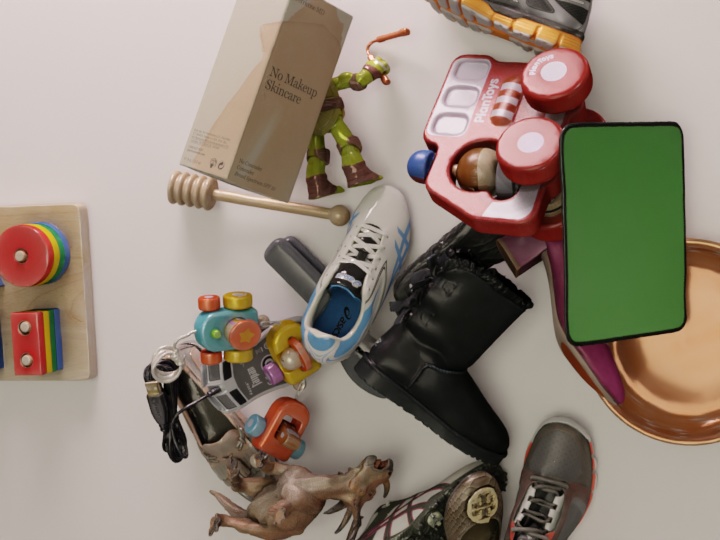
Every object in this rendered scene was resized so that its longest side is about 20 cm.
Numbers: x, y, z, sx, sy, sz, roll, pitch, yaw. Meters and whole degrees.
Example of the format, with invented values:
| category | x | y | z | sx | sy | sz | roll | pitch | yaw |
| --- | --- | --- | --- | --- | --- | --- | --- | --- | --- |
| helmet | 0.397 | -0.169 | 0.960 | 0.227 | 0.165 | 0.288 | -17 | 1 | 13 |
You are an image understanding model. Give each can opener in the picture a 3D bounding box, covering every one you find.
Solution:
| category | x | y | z | sx | sy | sz | roll | pitch | yaw |
| --- | --- | --- | --- | --- | --- | --- | --- | --- | --- |
| can opener | -0.028 | 0.048 | 1.420 | 0.066 | 0.053 | 0.200 | -44 | 81 | 17 |

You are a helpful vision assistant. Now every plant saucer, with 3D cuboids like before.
| category | x | y | z | sx | sy | sz | roll | pitch | yaw |
| --- | --- | --- | --- | --- | --- | --- | --- | --- | --- |
| plant saucer | 0.317 | 0.068 | 1.320 | 0.200 | 0.037 | 0.201 | 1 | 94 | 17 |

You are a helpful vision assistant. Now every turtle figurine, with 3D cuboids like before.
| category | x | y | z | sx | sy | sz | roll | pitch | yaw |
| --- | --- | --- | --- | --- | --- | --- | --- | --- | --- |
| turtle figurine | -0.029 | -0.162 | 1.395 | 0.200 | 0.064 | 0.162 | -16 | 90 | 18 |

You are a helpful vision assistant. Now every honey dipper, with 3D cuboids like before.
| category | x | y | z | sx | sy | sz | roll | pitch | yaw |
| --- | --- | --- | --- | --- | --- | --- | --- | --- | --- |
| honey dipper | -0.108 | -0.071 | 1.445 | 0.200 | 0.038 | 0.038 | 12 | 98 | 14 |

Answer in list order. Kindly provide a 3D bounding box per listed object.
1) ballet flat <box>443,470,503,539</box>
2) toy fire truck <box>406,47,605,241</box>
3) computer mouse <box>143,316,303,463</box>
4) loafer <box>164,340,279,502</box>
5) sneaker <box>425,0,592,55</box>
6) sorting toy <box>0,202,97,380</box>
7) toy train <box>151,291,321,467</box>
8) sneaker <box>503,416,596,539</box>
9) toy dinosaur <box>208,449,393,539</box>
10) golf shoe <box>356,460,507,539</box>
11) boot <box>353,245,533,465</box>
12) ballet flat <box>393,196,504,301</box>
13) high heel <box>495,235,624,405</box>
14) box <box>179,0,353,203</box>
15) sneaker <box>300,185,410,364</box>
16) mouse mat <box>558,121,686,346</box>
| category | x | y | z | sx | sy | sz | roll | pitch | yaw |
| --- | --- | --- | --- | --- | --- | --- | --- | --- | --- |
| ballet flat | 0.115 | 0.291 | 1.364 | 0.067 | 0.046 | 0.200 | -7 | 118 | -24 |
| toy fire truck | 0.136 | -0.121 | 1.298 | 0.168 | 0.112 | 0.200 | 7 | 59 | 28 |
| computer mouse | -0.131 | 0.110 | 1.425 | 0.200 | 0.044 | 0.110 | -26 | 110 | -21 |
| loafer | -0.156 | 0.169 | 1.465 | 0.072 | 0.063 | 0.200 | -34 | 84 | 18 |
| sneaker | 0.135 | -0.273 | 1.335 | 0.200 | 0.078 | 0.077 | 26 | 89 | 11 |
| sorting toy | -0.407 | 0.028 | 1.530 | 0.200 | 0.070 | 0.199 | -2 | 94 | 18 |
| toy train | -0.106 | 0.111 | 1.381 | 0.200 | 0.056 | 0.150 | 38 | 82 | -30 |
| sneaker | 0.183 | 0.246 | 1.353 | 0.077 | 0.082 | 0.200 | 14 | 99 | 16 |
| toy dinosaur | -0.070 | 0.245 | 1.406 | 0.200 | 0.135 | 0.086 | -23 | 54 | 40 |
| golf shoe | 0.058 | 0.253 | 1.396 | 0.200 | 0.077 | 0.088 | -40 | 38 | -4 |
| boot | 0.108 | 0.082 | 1.347 | 0.198 | 0.073 | 0.163 | 35 | 100 | -13 |
| ballet flat | 0.114 | -0.028 | 1.373 | 0.200 | 0.057 | 0.067 | -34 | 105 | 11 |
| high heel | 0.220 | 0.026 | 1.303 | 0.096 | 0.067 | 0.200 | -31 | 83 | -5 |
| box | -0.092 | -0.178 | 1.342 | 0.078 | 0.095 | 0.200 | 20 | 92 | 43 |
| sneaker | 0.000 | 0.000 | 1.368 | 0.072 | 0.072 | 0.200 | 21 | 71 | 5 |
| mouse mat | 0.243 | -0.036 | 1.247 | 0.008 | 0.161 | 0.200 | 5 | 98 | 55 |
